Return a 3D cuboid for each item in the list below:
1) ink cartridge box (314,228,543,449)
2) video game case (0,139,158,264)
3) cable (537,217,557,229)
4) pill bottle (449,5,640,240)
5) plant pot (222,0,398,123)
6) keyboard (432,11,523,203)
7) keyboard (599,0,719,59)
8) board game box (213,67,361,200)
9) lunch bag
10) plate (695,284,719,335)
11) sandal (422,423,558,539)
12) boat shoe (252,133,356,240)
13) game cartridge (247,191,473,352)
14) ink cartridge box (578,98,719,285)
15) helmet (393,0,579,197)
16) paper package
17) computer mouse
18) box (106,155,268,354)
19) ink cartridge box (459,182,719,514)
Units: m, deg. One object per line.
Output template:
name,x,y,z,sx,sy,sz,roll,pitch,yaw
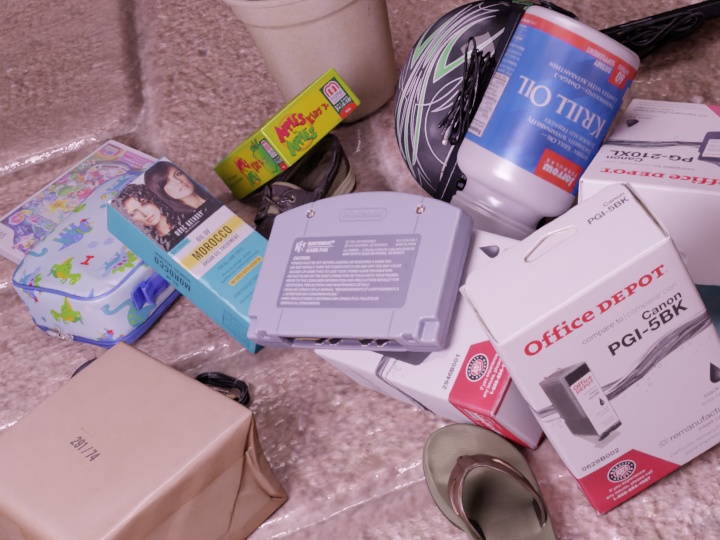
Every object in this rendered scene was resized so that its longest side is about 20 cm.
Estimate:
ink cartridge box,0.078,0.043,1.244,0.199,0.084,0.146,16,76,41
video game case,-0.318,-0.073,1.692,0.200,0.018,0.142,-40,40,-25
cable,0.155,0.022,1.307,0.162,0.051,0.200,-24,36,-6
pill bottle,0.152,-0.116,1.295,0.112,0.111,0.202,32,100,49
plant pot,-0.043,-0.272,1.677,0.198,0.185,0.202,-13,35,9
keyboard,0.123,-0.130,1.353,0.103,0.202,0.040,21,8,-10
keyboard,0.301,-0.248,1.605,0.197,0.040,0.104,-16,10,8
board game box,-0.079,-0.137,1.540,0.101,0.048,0.200,-43,7,-19
lunch bag,-0.241,-0.011,1.517,0.159,0.083,0.200,9,44,36
plate,0.345,0.045,1.205,0.198,0.026,0.201,-13,37,10
sandal,0.104,0.175,1.122,0.079,0.058,0.201,-24,35,-6
boat shoe,-0.074,-0.064,1.519,0.072,0.065,0.201,6,44,30
game cartridge,0.000,0.000,1.247,0.198,0.040,0.135,0,69,37
ink cartridge box,0.280,-0.072,1.288,0.143,0.085,0.200,7,29,22
helmet,0.126,-0.162,1.461,0.189,0.202,0.200,-15,31,-23
paper package,-0.195,0.173,1.233,0.190,0.104,0.199,-40,39,-26
computer mouse,-0.190,0.106,1.379,0.197,0.034,0.059,0,39,25
box,-0.145,-0.017,1.427,0.199,0.049,0.082,39,60,16
ink cartridge box,0.183,0.060,1.091,0.146,0.201,0.083,-32,35,4
